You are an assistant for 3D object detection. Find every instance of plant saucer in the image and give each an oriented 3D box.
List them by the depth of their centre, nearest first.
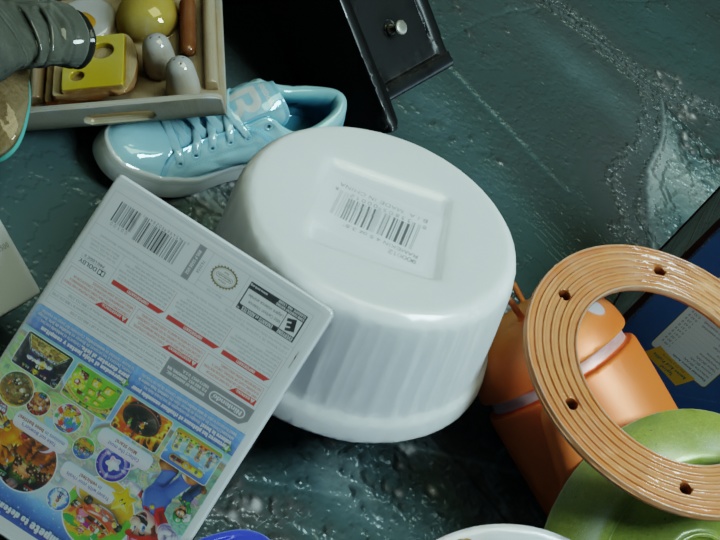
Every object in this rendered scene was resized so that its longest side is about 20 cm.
[{"bbox_3d":[0.205,0.189,0.877,0.199,0.031,0.201,-3,98,-21],"label":"plant saucer"}]

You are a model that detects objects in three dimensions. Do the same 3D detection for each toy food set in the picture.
[{"bbox_3d":[-0.171,-0.182,0.982,0.143,0.061,0.200,-5,51,-1],"label":"toy food set"}]

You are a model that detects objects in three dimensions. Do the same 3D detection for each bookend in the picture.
[{"bbox_3d":[0.025,-0.232,1.087,0.199,0.092,0.201,-32,108,-35],"label":"bookend"}]

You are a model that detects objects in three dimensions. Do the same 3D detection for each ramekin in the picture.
[{"bbox_3d":[0.000,0.000,0.863,0.200,0.098,0.201,14,40,-12],"label":"ramekin"}]

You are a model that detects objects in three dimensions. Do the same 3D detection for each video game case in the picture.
[{"bbox_3d":[-0.127,0.069,0.760,0.143,0.018,0.200,32,87,3],"label":"video game case"}]

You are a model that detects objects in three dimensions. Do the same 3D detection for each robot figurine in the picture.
[{"bbox_3d":[0.152,0.098,0.933,0.144,0.117,0.200,-32,92,-35],"label":"robot figurine"}]

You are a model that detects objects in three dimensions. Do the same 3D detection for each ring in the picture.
[{"bbox_3d":[0.192,0.068,0.869,0.200,0.019,0.201,13,50,-15],"label":"ring"}]

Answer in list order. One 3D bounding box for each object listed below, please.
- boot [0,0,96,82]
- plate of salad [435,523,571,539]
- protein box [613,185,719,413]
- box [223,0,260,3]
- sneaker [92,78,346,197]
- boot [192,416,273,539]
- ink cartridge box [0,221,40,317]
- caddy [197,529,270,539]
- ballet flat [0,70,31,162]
[{"bbox_3d":[-0.266,-0.184,0.856,0.200,0.068,0.131,46,32,7],"label":"boot"},{"bbox_3d":[0.090,0.245,0.790,0.199,0.048,0.201,4,73,-13],"label":"plate of salad"},{"bbox_3d":[0.309,0.050,1.039,0.198,0.200,0.135,39,42,2],"label":"protein box"},{"bbox_3d":[-0.081,-0.312,1.169,0.200,0.104,0.148,-7,58,-38],"label":"box"},{"bbox_3d":[-0.096,-0.108,0.997,0.200,0.082,0.074,-13,60,-40],"label":"sneaker"},{"bbox_3d":[-0.062,0.093,0.849,0.165,0.066,0.200,29,36,10],"label":"boot"},{"bbox_3d":[-0.275,-0.048,0.781,0.200,0.050,0.109,63,31,-9],"label":"ink cartridge box"},{"bbox_3d":[-0.069,0.231,0.704,0.141,0.105,0.200,24,39,20],"label":"caddy"},{"bbox_3d":[-0.258,-0.162,0.923,0.068,0.072,0.200,-14,52,11],"label":"ballet flat"}]
